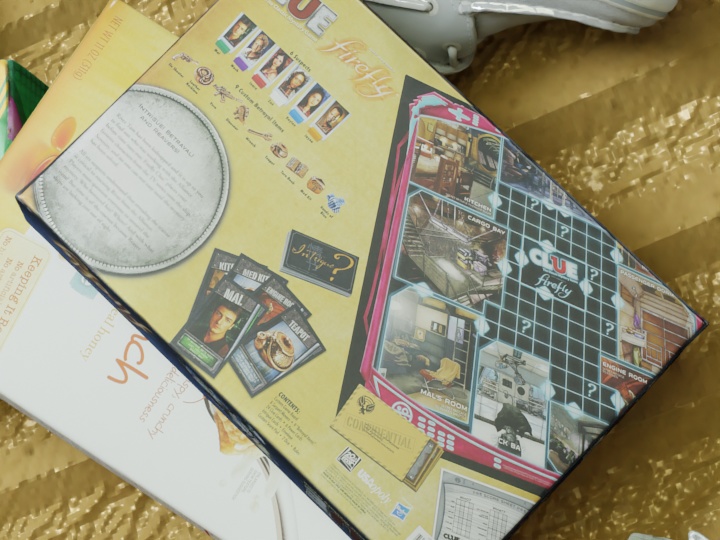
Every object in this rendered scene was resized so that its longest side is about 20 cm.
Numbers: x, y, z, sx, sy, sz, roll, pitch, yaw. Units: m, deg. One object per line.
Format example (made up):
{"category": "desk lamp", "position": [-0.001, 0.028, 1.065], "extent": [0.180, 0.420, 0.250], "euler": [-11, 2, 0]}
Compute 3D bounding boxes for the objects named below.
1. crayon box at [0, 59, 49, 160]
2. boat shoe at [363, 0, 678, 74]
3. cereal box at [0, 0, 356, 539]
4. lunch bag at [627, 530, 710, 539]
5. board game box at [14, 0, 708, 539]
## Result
{"category": "crayon box", "position": [-0.215, -0.007, 0.965], "extent": [0.199, 0.058, 0.120], "euler": [-7, 74, 16]}
{"category": "boat shoe", "position": [0.020, -0.109, 0.919], "extent": [0.199, 0.072, 0.069], "euler": [15, 101, 14]}
{"category": "cereal box", "position": [-0.044, 0.015, 0.881], "extent": [0.199, 0.040, 0.144], "euler": [31, 80, 7]}
{"category": "lunch bag", "position": [0.127, 0.190, 0.771], "extent": [0.163, 0.118, 0.201], "euler": [16, 74, 21]}
{"category": "board game box", "position": [0.000, 0.000, 0.847], "extent": [0.200, 0.035, 0.135], "euler": [44, 80, 8]}
